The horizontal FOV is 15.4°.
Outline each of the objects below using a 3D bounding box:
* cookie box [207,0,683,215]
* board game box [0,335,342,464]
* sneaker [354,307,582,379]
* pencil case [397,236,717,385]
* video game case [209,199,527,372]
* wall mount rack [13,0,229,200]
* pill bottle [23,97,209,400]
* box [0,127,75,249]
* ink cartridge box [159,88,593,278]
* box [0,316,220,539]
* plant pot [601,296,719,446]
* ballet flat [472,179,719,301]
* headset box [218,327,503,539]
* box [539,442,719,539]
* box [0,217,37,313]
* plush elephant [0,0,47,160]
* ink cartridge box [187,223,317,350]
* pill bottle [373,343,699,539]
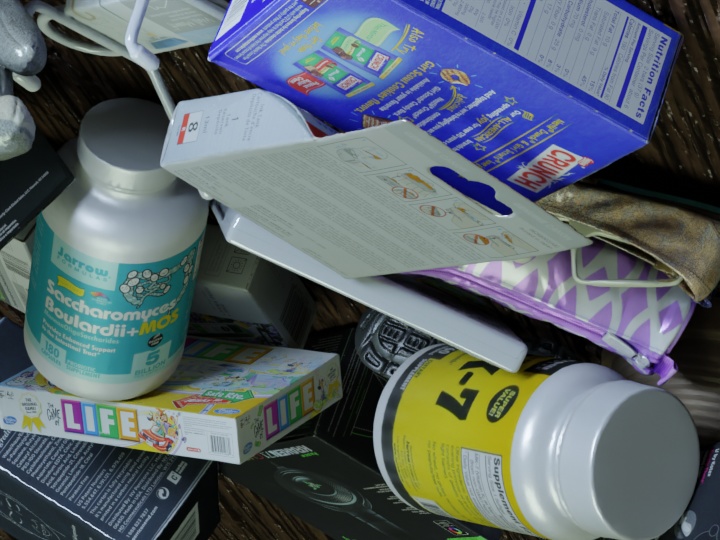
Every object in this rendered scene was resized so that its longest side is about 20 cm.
[{"bbox_3d":[0.044,-0.120,1.432,0.200,0.075,0.171,28,157,-16],"label":"cookie box"},{"bbox_3d":[-0.132,0.084,1.840,0.200,0.134,0.034,6,110,30],"label":"board game box"},{"bbox_3d":[0.096,0.077,1.839,0.200,0.076,0.091,28,173,18],"label":"sneaker"},{"bbox_3d":[0.112,0.001,1.632,0.200,0.086,0.084,22,150,-1],"label":"pencil case"},{"bbox_3d":[0.000,0.000,1.694,0.200,0.023,0.182,24,-174,-11],"label":"video game case"},{"bbox_3d":[-0.105,-0.112,1.578,0.174,0.075,0.200,27,159,-39],"label":"wall mount rack"},{"bbox_3d":[-0.159,-0.017,1.743,0.111,0.111,0.200,18,134,6],"label":"pill bottle"},{"bbox_3d":[-0.308,-0.087,1.654,0.148,0.124,0.200,-13,117,53],"label":"box"},{"bbox_3d":[0.010,-0.055,1.486,0.200,0.050,0.162,-10,149,44],"label":"ink cartridge box"},{"bbox_3d":[-0.215,0.152,2.016,0.200,0.107,0.148,30,157,11],"label":"box"},{"bbox_3d":[0.247,0.103,1.739,0.201,0.093,0.201,16,157,7],"label":"plant pot"},{"bbox_3d":[0.122,-0.030,1.563,0.200,0.067,0.068,18,180,7],"label":"ballet flat"},{"bbox_3d":[0.004,0.137,2.009,0.200,0.093,0.174,33,154,-29],"label":"headset box"},{"bbox_3d":[0.217,0.186,1.694,0.122,0.106,0.200,32,154,-26],"label":"box"},{"bbox_3d":[-0.291,-0.044,1.863,0.200,0.041,0.156,27,159,17],"label":"box"},{"bbox_3d":[-0.254,-0.172,1.484,0.165,0.200,0.155,4,132,5],"label":"plush elephant"},{"bbox_3d":[-0.141,0.006,1.892,0.200,0.050,0.109,8,154,24],"label":"ink cartridge box"},{"bbox_3d":[0.111,0.110,1.679,0.114,0.114,0.200,38,161,-35],"label":"pill bottle"}]
